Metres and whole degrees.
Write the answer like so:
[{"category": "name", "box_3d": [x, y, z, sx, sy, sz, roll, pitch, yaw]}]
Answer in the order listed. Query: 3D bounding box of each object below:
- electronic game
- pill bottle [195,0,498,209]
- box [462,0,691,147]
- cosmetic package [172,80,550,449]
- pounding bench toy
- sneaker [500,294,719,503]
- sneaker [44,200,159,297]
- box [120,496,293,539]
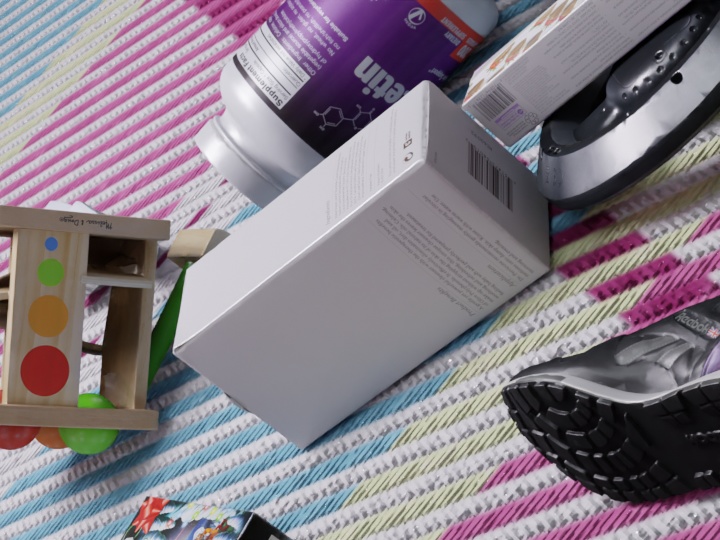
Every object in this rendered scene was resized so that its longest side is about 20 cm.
[{"category": "electronic game", "box_3d": [0.168, -0.113, 1.278, 0.200, 0.042, 0.200, -45, 16, 17]}, {"category": "pill bottle", "box_3d": [-0.013, -0.133, 1.532, 0.200, 0.112, 0.112, -47, 25, 10]}, {"category": "box", "box_3d": [0.136, -0.141, 1.281, 0.200, 0.041, 0.039, -40, 18, 36]}, {"category": "cosmetic package", "box_3d": [0.000, 0.000, 1.339, 0.200, 0.108, 0.085, -35, 29, 27]}, {"category": "pounding bench toy", "box_3d": [-0.178, 0.044, 1.572, 0.124, 0.200, 0.156, -2, 85, 61]}, {"category": "sneaker", "box_3d": [0.154, 0.052, 1.079, 0.200, 0.076, 0.088, -5, 36, 52]}, {"category": "sneaker", "box_3d": [-0.203, -0.007, 1.743, 0.071, 0.073, 0.200, -64, 18, -7]}, {"category": "box", "box_3d": [-0.128, 0.224, 1.325, 0.137, 0.040, 0.200, -3, 53, 59]}]
